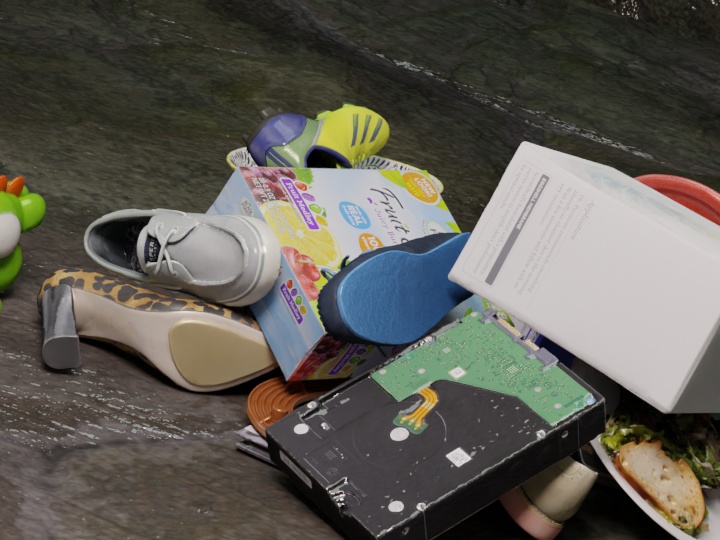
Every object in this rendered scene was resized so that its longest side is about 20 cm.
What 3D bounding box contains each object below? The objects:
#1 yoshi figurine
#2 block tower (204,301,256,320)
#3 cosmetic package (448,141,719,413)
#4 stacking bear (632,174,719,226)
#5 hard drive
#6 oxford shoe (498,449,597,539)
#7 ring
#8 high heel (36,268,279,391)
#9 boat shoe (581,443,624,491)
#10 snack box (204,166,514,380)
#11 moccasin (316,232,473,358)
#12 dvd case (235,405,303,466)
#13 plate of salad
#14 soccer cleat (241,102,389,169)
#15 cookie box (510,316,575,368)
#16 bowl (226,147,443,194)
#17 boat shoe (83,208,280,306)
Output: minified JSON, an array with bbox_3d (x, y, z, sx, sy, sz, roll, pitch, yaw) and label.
[{"bbox_3d":[-0.326,-0.002,1.736,0.112,0.113,0.200,-25,4,43],"label":"yoshi figurine"},{"bbox_3d":[-0.025,0.037,1.808,0.200,0.054,0.058,8,-20,-30],"label":"block tower"},{"bbox_3d":[0.209,0.008,1.664,0.200,0.123,0.199,33,11,24],"label":"cosmetic package"},{"bbox_3d":[0.276,-0.011,1.899,0.114,0.122,0.200,42,7,23],"label":"stacking bear"},{"bbox_3d":[0.053,0.112,1.549,0.200,0.038,0.140,-30,45,-23],"label":"hard drive"},{"bbox_3d":[0.124,0.109,1.631,0.071,0.074,0.200,29,25,-39],"label":"oxford shoe"},{"bbox_3d":[0.014,0.114,1.652,0.200,0.019,0.200,13,16,-4],"label":"ring"},{"bbox_3d":[-0.152,0.034,1.738,0.200,0.072,0.143,3,23,-9],"label":"high heel"},{"bbox_3d":[0.170,0.109,1.721,0.200,0.073,0.074,25,18,6],"label":"boat shoe"},{"bbox_3d":[0.000,0.000,1.748,0.200,0.068,0.169,-1,51,-42],"label":"snack box"},{"bbox_3d":[0.021,0.020,1.636,0.068,0.081,0.200,-8,3,32],"label":"moccasin"},{"bbox_3d":[0.019,0.131,1.661,0.149,0.016,0.200,22,19,25],"label":"dvd case"},{"bbox_3d":[0.237,0.130,1.658,0.200,0.048,0.200,33,29,-21],"label":"plate of salad"},{"bbox_3d":[-0.028,-0.105,1.990,0.084,0.065,0.200,47,26,19],"label":"soccer cleat"},{"bbox_3d":[0.197,0.041,1.929,0.171,0.075,0.200,21,14,-24],"label":"cookie box"},{"bbox_3d":[-0.030,-0.048,2.039,0.200,0.094,0.201,9,14,-2],"label":"bowl"},{"bbox_3d":[-0.142,-0.012,1.704,0.071,0.070,0.201,4,2,-40],"label":"boat shoe"}]
